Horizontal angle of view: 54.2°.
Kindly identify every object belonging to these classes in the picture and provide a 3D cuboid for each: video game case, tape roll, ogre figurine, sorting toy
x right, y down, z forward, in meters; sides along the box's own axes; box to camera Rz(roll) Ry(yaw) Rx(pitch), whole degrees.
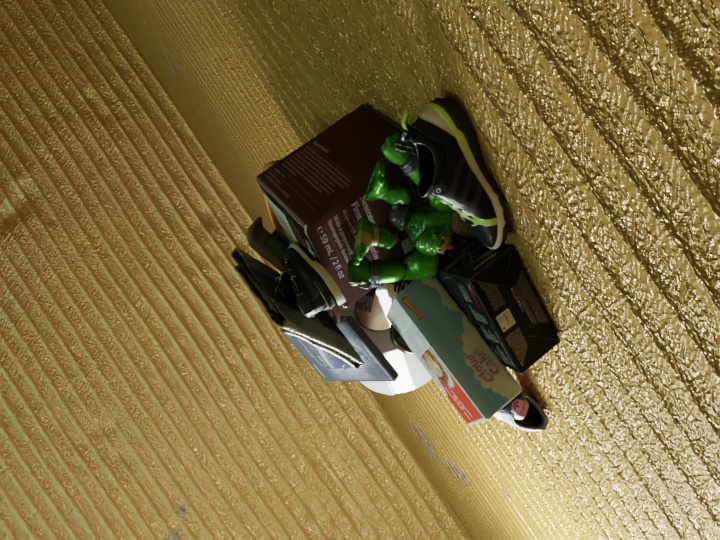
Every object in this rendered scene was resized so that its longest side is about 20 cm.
[{"bbox_3d":[-0.041,0.138,1.215,0.198,0.019,0.143,-9,126,51],"label":"video game case"},{"bbox_3d":[0.055,0.104,1.294,0.203,0.201,0.140,46,166,40],"label":"tape roll"},{"bbox_3d":[0.060,-0.064,0.893,0.098,0.118,0.204,-131,53,-77],"label":"ogre figurine"},{"bbox_3d":[-0.101,-0.010,1.149,0.200,0.037,0.185,44,-175,-9],"label":"sorting toy"}]

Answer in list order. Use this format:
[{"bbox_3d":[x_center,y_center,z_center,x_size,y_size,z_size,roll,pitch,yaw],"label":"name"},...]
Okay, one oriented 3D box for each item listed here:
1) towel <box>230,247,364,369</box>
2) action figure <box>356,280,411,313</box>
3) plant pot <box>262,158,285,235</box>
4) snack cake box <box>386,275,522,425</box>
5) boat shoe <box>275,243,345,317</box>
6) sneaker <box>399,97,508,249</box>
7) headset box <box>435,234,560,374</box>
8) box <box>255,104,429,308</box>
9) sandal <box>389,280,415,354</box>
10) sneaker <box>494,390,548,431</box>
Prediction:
[{"bbox_3d":[-0.099,0.060,1.049,0.199,0.035,0.193,36,-170,-46],"label":"towel"},{"bbox_3d":[0.000,0.000,1.167,0.119,0.103,0.199,40,162,-20],"label":"action figure"},{"bbox_3d":[-0.079,-0.121,1.298,0.200,0.138,0.202,49,151,39],"label":"plant pot"},{"bbox_3d":[0.124,0.110,0.971,0.201,0.067,0.115,53,166,11],"label":"snack cake box"},{"bbox_3d":[-0.083,0.020,0.955,0.075,0.066,0.199,59,169,-28],"label":"boat shoe"},{"bbox_3d":[0.102,-0.101,0.815,0.202,0.082,0.072,61,168,-23],"label":"sneaker"},{"bbox_3d":[0.163,0.038,0.967,0.150,0.077,0.200,59,169,-16],"label":"headset box"},{"bbox_3d":[-0.010,-0.094,1.005,0.164,0.199,0.167,43,165,46],"label":"box"},{"bbox_3d":[0.091,0.067,1.110,0.081,0.201,0.055,30,128,-7],"label":"sandal"},{"bbox_3d":[0.219,0.195,1.102,0.198,0.071,0.082,29,173,-31],"label":"sneaker"}]
